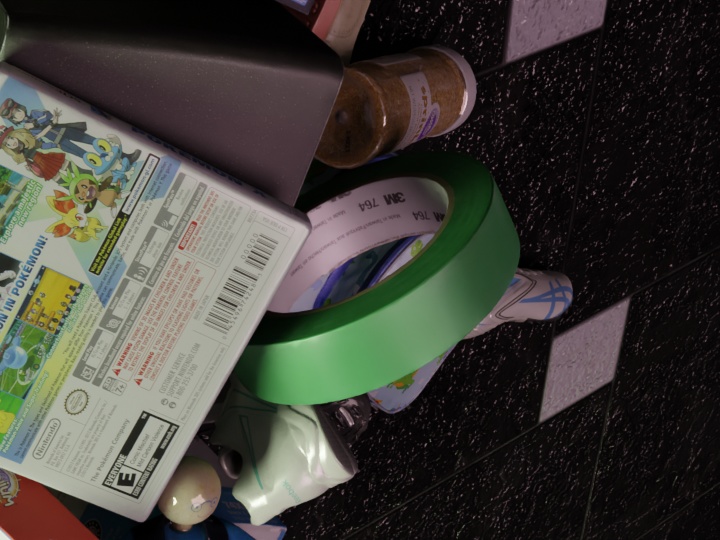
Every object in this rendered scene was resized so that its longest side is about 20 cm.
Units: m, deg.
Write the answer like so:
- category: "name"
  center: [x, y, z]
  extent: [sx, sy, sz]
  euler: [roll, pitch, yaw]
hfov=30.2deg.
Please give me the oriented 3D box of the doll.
- category: "doll"
  center: [-0.113, 0.200, 0.818]
  extent: [0.135, 0.048, 0.203]
  euler: [-8, 119, -32]

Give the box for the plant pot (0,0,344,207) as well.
- category: "plant pot"
  center: [-0.153, -0.084, 0.771]
  extent: [0.176, 0.200, 0.202]
  euler: [11, 113, -34]

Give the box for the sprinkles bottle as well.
- category: "sprinkles bottle"
  center: [0.023, -0.120, 0.952]
  extent: [0.200, 0.068, 0.069]
  euler: [-30, 145, -64]

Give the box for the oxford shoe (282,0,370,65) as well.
- category: "oxford shoe"
  center: [-0.047, -0.123, 0.938]
  extent: [0.073, 0.071, 0.202]
  euler: [12, 111, -52]

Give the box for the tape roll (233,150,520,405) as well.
- category: "tape roll"
  center: [0.000, 0.000, 0.833]
  extent: [0.200, 0.200, 0.049]
  euler: [-37, 117, -17]

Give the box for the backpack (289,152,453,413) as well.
- category: "backpack"
  center: [-0.002, -0.003, 1.018]
  extent: [0.184, 0.146, 0.200]
  euler: [-53, 138, -3]

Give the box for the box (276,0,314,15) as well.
- category: "box"
  center: [-0.125, -0.211, 0.731]
  extent: [0.199, 0.136, 0.038]
  euler: [14, 111, -49]

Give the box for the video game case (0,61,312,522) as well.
- category: "video game case"
  center: [-0.150, 0.019, 0.705]
  extent: [0.181, 0.022, 0.201]
  euler: [26, 106, -20]

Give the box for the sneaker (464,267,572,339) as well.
- category: "sneaker"
  center: [0.137, 0.016, 1.245]
  extent: [0.199, 0.071, 0.074]
  euler: [-10, 100, -49]

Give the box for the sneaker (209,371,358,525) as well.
- category: "sneaker"
  center: [-0.066, 0.090, 0.878]
  extent: [0.080, 0.201, 0.071]
  euler: [-35, 116, 2]

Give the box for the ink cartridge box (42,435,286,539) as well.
- category: "ink cartridge box"
  center: [-0.186, 0.176, 0.929]
  extent: [0.145, 0.200, 0.148]
  euler: [16, 108, -51]

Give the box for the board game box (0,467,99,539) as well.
- category: "board game box"
  center: [-0.244, 0.159, 0.790]
  extent: [0.040, 0.199, 0.154]
  euler: [-32, 155, -49]

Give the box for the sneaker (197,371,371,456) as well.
- category: "sneaker"
  center: [-0.077, 0.101, 1.009]
  extent: [0.074, 0.198, 0.080]
  euler: [53, 43, -32]
